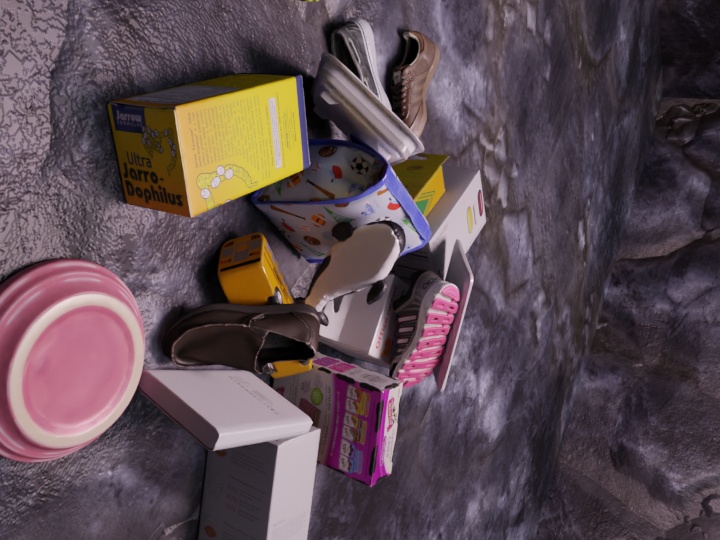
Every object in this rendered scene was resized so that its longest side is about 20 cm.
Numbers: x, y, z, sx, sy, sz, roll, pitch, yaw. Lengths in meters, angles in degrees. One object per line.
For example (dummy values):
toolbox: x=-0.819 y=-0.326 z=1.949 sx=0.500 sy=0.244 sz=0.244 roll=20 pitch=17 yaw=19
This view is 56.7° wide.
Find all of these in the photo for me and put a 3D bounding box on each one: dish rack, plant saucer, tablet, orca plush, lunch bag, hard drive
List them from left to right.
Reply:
plant saucer: x=-0.290 y=0.093 z=0.665 sx=0.199 sy=0.050 sz=0.207 roll=-27 pitch=123 yaw=-52
hard drive: x=-0.157 y=0.162 z=0.808 sx=0.027 sy=0.130 sz=0.199 roll=-62 pitch=154 yaw=5
lunch bag: x=-0.015 y=-0.092 z=0.903 sx=0.170 sy=0.195 sz=0.127 roll=45 pitch=57 yaw=-52
dish rack: x=-0.003 y=-0.198 z=0.887 sx=0.044 sy=0.171 sz=0.200 roll=-48 pitch=-171 yaw=0
orca plush: x=0.000 y=0.000 z=0.873 sx=0.070 sy=0.105 sz=0.202 roll=-24 pitch=152 yaw=-52
tablet: x=0.137 y=0.069 z=1.035 sx=0.131 sy=0.013 sz=0.205 roll=-94 pitch=-167 yaw=-63

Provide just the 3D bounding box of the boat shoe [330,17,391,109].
boat shoe: x=-0.007 y=-0.267 z=1.002 sx=0.070 sy=0.071 sz=0.205 roll=-33 pitch=117 yaw=-37

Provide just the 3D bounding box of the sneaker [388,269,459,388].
sneaker: x=0.084 y=0.085 z=1.009 sx=0.072 sy=0.088 sz=0.204 roll=-2 pitch=125 yaw=-30

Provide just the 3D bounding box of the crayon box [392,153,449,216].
crayon box: x=0.054 y=-0.120 z=1.078 sx=0.201 sy=0.124 sz=0.052 roll=-51 pitch=139 yaw=-36

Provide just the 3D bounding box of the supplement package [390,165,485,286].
supplement package: x=0.105 y=-0.080 z=1.145 sx=0.201 sy=0.152 sz=0.113 roll=-52 pitch=140 yaw=-35

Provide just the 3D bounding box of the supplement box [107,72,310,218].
supplement box: x=-0.159 y=-0.148 z=0.743 sx=0.199 sy=0.107 sz=0.113 roll=-33 pitch=127 yaw=-48

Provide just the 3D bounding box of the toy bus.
toy bus: x=-0.122 y=0.054 z=0.890 sx=0.079 sy=0.063 sz=0.203 roll=-96 pitch=168 yaw=-48

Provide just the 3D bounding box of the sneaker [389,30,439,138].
sneaker: x=0.074 y=-0.303 z=1.127 sx=0.074 sy=0.069 sz=0.206 roll=22 pitch=77 yaw=-38

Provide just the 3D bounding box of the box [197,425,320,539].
box: x=-0.139 y=0.304 z=0.906 sx=0.097 sy=0.122 sz=0.206 roll=-2 pitch=102 yaw=-57

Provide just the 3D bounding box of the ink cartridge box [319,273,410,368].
ink cartridge box: x=0.015 y=0.076 z=1.080 sx=0.199 sy=0.123 sz=0.132 roll=33 pitch=73 yaw=-57

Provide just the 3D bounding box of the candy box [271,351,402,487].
candy box: x=-0.041 y=0.202 z=0.959 sx=0.060 sy=0.196 sz=0.141 roll=-7 pitch=108 yaw=-55

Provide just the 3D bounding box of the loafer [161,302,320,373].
loafer: x=-0.138 y=0.085 z=0.802 sx=0.194 sy=0.072 sz=0.075 roll=-8 pitch=129 yaw=-13
